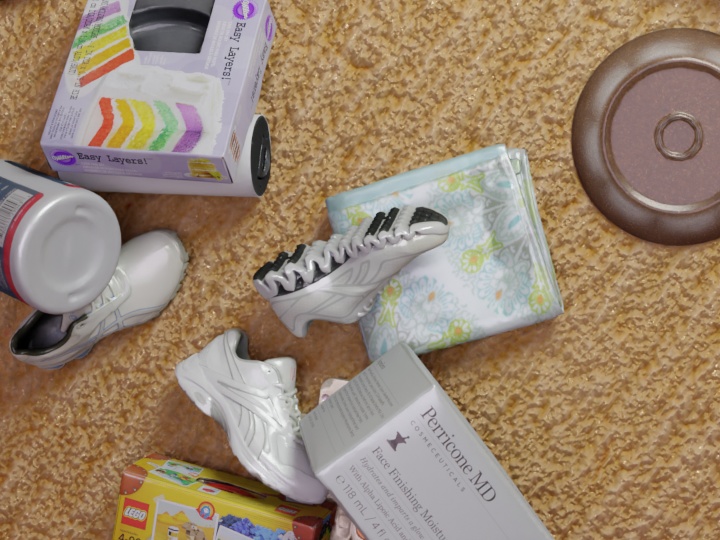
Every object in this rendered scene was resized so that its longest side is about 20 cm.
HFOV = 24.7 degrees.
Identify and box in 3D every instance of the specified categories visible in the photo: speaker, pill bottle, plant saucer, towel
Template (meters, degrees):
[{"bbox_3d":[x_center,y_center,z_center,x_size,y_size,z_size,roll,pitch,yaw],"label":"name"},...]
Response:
[{"bbox_3d":[-0.187,-0.113,1.586,0.198,0.081,0.082,3,94,12],"label":"speaker"},{"bbox_3d":[-0.332,-0.041,1.570,0.199,0.119,0.121,21,99,42],"label":"pill bottle"},{"bbox_3d":[0.292,-0.122,1.509,0.199,0.037,0.202,1,94,11],"label":"plant saucer"},{"bbox_3d":[0.080,-0.014,1.554,0.198,0.048,0.173,-15,90,12],"label":"towel"}]

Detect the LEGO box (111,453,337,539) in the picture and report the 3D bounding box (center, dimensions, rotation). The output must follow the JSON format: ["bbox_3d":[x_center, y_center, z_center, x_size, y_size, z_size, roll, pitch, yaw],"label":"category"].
[{"bbox_3d":[-0.136,0.279,1.591,0.198,0.077,0.150,13,101,14],"label":"LEGO box"}]

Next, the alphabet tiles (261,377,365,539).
[{"bbox_3d":[-0.002,0.209,1.602,0.194,0.015,0.202,8,95,11],"label":"alphabet tiles"}]

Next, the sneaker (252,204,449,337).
[{"bbox_3d":[0.000,0.000,1.521,0.199,0.075,0.081,-21,103,25],"label":"sneaker"}]

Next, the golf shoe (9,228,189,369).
[{"bbox_3d":[-0.255,0.033,1.601,0.200,0.097,0.079,-38,84,10],"label":"golf shoe"}]

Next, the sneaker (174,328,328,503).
[{"bbox_3d":[-0.088,0.133,1.571,0.099,0.078,0.200,-45,73,5],"label":"sneaker"}]

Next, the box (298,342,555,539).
[{"bbox_3d":[0.058,0.193,1.468,0.130,0.200,0.199,-38,100,0],"label":"box"}]

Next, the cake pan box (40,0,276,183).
[{"bbox_3d":[-0.187,-0.179,1.550,0.183,0.052,0.201,7,60,11],"label":"cake pan box"}]
